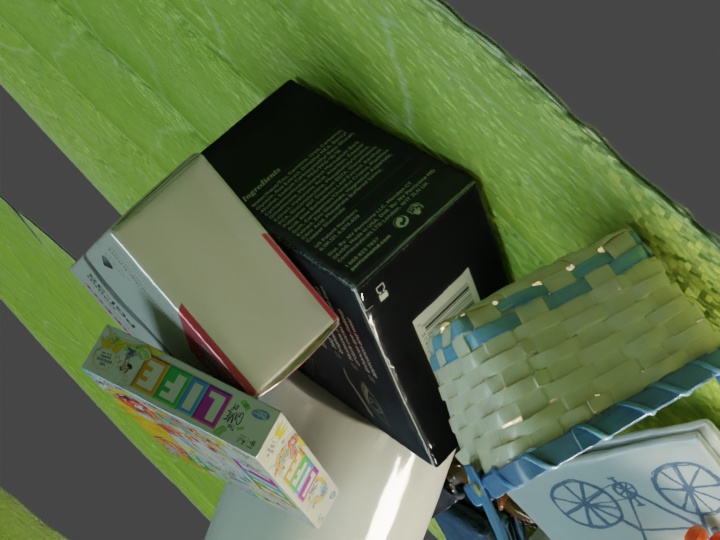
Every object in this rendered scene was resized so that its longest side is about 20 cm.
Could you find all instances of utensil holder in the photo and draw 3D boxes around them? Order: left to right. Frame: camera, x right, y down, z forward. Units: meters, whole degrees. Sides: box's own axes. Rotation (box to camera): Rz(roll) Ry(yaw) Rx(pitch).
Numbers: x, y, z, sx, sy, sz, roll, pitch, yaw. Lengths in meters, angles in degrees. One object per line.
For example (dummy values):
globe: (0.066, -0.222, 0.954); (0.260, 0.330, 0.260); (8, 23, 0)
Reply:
utensil holder: (-0.026, 0.185, 1.264); (0.169, 0.201, 0.170); (20, -166, -5)

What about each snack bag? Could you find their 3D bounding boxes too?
snack bag: (0.212, 0.182, 1.077); (0.200, 0.021, 0.188); (48, 141, -18)

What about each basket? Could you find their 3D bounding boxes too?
basket: (0.142, 0.092, 0.921); (0.201, 0.176, 0.139); (64, 166, 12)

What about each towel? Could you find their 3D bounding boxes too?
towel: (0.133, 0.275, 1.534); (0.111, 0.049, 0.200); (28, 155, 47)

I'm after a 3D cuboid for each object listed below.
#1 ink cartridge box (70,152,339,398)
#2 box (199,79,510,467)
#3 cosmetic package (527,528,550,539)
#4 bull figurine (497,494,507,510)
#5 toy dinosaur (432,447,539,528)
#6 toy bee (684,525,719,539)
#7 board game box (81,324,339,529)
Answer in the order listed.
ink cartridge box: (-0.112, 0.016, 1.111); (0.147, 0.083, 0.200); (49, 162, -6)
box: (0.000, 0.000, 1.140); (0.200, 0.117, 0.197); (32, 156, 40)
cosmetic package: (0.233, 0.289, 1.318); (0.200, 0.052, 0.151); (50, 164, -6)
bull figurine: (0.162, 0.161, 1.185); (0.200, 0.065, 0.122); (35, 153, 23)
toy dinosaur: (0.065, 0.161, 1.400); (0.200, 0.105, 0.182); (38, -175, -10)
toy bee: (0.207, 0.219, 1.041); (0.130, 0.109, 0.199); (20, 171, -38)
board game box: (-0.096, 0.110, 1.097); (0.134, 0.034, 0.200); (24, 164, 19)
